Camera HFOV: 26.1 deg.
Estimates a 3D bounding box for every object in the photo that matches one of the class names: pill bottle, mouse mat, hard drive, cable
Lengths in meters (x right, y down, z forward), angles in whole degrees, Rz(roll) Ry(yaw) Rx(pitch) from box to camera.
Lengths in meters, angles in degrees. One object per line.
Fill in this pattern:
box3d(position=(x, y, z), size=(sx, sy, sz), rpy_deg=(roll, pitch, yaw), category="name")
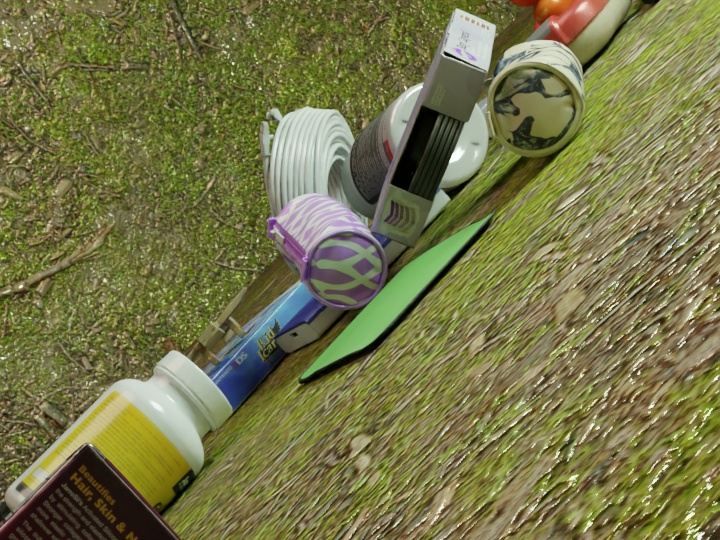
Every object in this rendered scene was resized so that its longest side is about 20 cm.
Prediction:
box3d(position=(-0.211, 0.170, 1.384), size=(0.200, 0.112, 0.112), rpy_deg=(-45, 5, -17), category="pill bottle")
box3d(position=(0.053, -0.124, 1.698), size=(0.114, 0.114, 0.200), rpy_deg=(-45, 5, -21), category="pill bottle")
box3d(position=(0.027, 0.024, 1.278), size=(0.161, 0.008, 0.200), rpy_deg=(-46, 6, -23), category="mouse mat")
box3d(position=(0.000, 0.000, 1.599), size=(0.200, 0.025, 0.132), rpy_deg=(-46, 5, -20), category="hard drive")
box3d(position=(-0.046, -0.090, 1.805), size=(0.069, 0.202, 0.200), rpy_deg=(-5, 2, 19), category="cable")

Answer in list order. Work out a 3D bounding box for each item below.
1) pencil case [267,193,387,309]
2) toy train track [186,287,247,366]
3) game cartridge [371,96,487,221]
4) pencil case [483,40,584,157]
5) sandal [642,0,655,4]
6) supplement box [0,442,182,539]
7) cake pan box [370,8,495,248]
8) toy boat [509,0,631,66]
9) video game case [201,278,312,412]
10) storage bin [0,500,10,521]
box3d(position=(-0.034, -0.022, 1.489), size=(0.200, 0.085, 0.085), rpy_deg=(-140, 62, -72), category="pencil case")
box3d(position=(-0.145, 0.071, 1.664), size=(0.115, 0.032, 0.200), rpy_deg=(-50, 0, 1), category="toy train track")
box3d(position=(0.094, -0.130, 1.887), size=(0.200, 0.040, 0.133), rpy_deg=(-43, 1, 15), category="game cartridge")
box3d(position=(0.147, -0.149, 1.326), size=(0.089, 0.078, 0.200), rpy_deg=(-25, 9, 12), category="pencil case")
box3d(position=(0.317, -0.330, 1.671), size=(0.075, 0.045, 0.200), rpy_deg=(-44, 5, 17), category="sandal")
box3d(position=(-0.200, 0.212, 0.928), size=(0.200, 0.110, 0.086), rpy_deg=(-45, 5, -16), category="supplement box")
box3d(position=(0.070, -0.137, 1.464), size=(0.200, 0.052, 0.185), rpy_deg=(-72, 2, -69), category="cake pan box")
box3d(position=(0.206, -0.284, 1.675), size=(0.130, 0.131, 0.200), rpy_deg=(-43, 5, 32), category="toy boat")
box3d(position=(-0.134, 0.105, 1.708), size=(0.200, 0.045, 0.181), rpy_deg=(-48, 5, -38), category="video game case")
box3d(position=(-0.322, 0.248, 1.756), size=(0.200, 0.094, 0.135), rpy_deg=(-42, 5, 10), category="storage bin")
